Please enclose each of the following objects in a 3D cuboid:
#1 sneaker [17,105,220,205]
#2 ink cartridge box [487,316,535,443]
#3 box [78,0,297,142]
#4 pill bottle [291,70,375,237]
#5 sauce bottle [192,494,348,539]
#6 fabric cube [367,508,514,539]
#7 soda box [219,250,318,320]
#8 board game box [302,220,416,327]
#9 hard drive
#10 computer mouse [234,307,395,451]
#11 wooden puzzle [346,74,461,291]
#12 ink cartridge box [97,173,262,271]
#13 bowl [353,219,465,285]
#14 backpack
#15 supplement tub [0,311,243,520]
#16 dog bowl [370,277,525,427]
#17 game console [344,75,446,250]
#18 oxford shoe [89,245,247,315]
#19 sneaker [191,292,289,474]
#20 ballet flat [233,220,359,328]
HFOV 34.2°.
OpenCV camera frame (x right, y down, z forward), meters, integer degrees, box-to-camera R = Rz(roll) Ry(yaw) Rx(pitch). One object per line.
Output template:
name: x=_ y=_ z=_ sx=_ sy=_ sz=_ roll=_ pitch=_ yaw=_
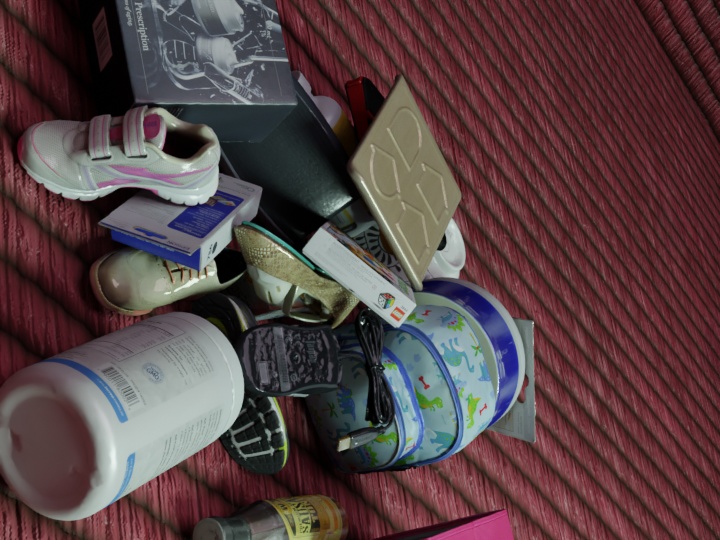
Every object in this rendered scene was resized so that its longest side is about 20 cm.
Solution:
sneaker: x=-0.223 y=-0.120 z=1.117 sx=0.200 sy=0.088 sz=0.081 roll=0 pitch=59 yaw=-26
ink cartridge box: x=0.162 y=0.122 z=1.511 sx=0.050 sy=0.200 sz=0.161 roll=-13 pitch=104 yaw=-40
box: x=-0.184 y=-0.243 z=1.226 sx=0.182 sy=0.104 sz=0.200 roll=-5 pitch=74 yaw=-32
pill bottle: x=-0.052 y=-0.142 z=1.444 sx=0.200 sy=0.112 sz=0.112 roll=54 pitch=33 yaw=-26
sauce bottle: x=-0.088 y=0.263 z=1.180 sx=0.200 sy=0.066 sz=0.066 roll=9 pitch=64 yaw=-59
fabric cube: x=0.059 y=0.377 z=1.222 sx=0.200 sy=0.196 sz=0.200 roll=2 pitch=70 yaw=-59
soda box: x=-0.081 y=0.016 z=1.347 sx=0.200 sy=0.063 sz=0.069 roll=-4 pitch=77 yaw=-60
board game box: x=0.000 y=0.000 z=1.271 sx=0.126 sy=0.035 sz=0.200 roll=39 pitch=4 yaw=-3
hard drive: x=-0.092 y=-0.133 z=1.352 sx=0.200 sy=0.135 sz=0.042 roll=56 pitch=-1 yaw=-19
computer mouse: x=-0.050 y=0.118 z=1.189 sx=0.200 sy=0.046 sz=0.141 roll=-7 pitch=83 yaw=-43
wooden puzzle: x=0.046 y=-0.102 z=1.375 sx=0.185 sy=0.046 sz=0.200 roll=60 pitch=36 yaw=-32
ink cartridge box: x=-0.179 y=-0.052 z=1.177 sx=0.200 sy=0.099 sz=0.039 roll=-52 pitch=160 yaw=-63
bowl: x=0.084 y=-0.027 z=1.617 sx=0.201 sy=0.094 sz=0.201 roll=36 pitch=44 yaw=-45
backpack: x=0.041 y=0.141 z=1.331 sx=0.147 sy=0.200 sz=0.183 roll=-23 pitch=94 yaw=-49
supplement tub: x=-0.205 y=0.120 z=1.009 sx=0.200 sy=0.132 sz=0.132 roll=-23 pitch=92 yaw=-61
dog bowl: x=0.096 y=0.113 z=1.442 sx=0.079 sy=0.200 sz=0.200 roll=-21 pitch=90 yaw=-57
game console: x=0.045 y=-0.138 z=1.496 sx=0.200 sy=0.031 sz=0.177 roll=46 pitch=27 yaw=-43
oxford shoe: x=-0.187 y=-0.002 z=1.170 sx=0.200 sy=0.074 sz=0.071 roll=-15 pitch=86 yaw=-60
sneaker: x=-0.114 y=0.114 z=1.225 sx=0.081 sy=0.074 sz=0.200 roll=-24 pitch=100 yaw=-69
ballet flat: x=-0.071 y=0.014 z=1.237 sx=0.200 sy=0.070 sz=0.065 roll=33 pitch=83 yaw=-46
